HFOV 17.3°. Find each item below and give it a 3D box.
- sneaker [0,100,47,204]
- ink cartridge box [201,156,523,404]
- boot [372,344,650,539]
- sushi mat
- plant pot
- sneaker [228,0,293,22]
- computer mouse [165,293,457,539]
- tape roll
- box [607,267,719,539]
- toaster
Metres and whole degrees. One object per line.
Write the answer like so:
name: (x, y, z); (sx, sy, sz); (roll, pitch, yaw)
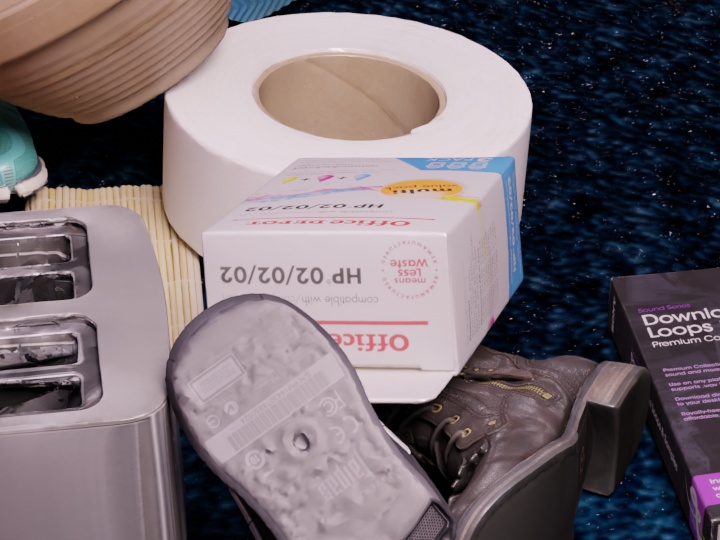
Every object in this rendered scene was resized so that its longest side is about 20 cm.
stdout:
sneaker: (-0.230, -0.098, 1.340); (0.077, 0.080, 0.200); (-14, 36, -15)
ink cartridge box: (0.000, 0.000, 1.085); (0.115, 0.068, 0.200); (0, 15, 14)
boot: (0.026, 0.075, 1.091); (0.174, 0.070, 0.200); (14, 25, 23)
sushi mat: (-0.130, 0.010, 1.234); (0.095, 0.012, 0.200); (-3, 33, -5)
plant pot: (-0.136, -0.145, 1.277); (0.200, 0.093, 0.201); (-27, 23, 13)
sneaker: (-0.030, -0.224, 1.536); (0.199, 0.077, 0.081); (-20, 35, -30)
computer mouse: (-0.027, 0.117, 0.962); (0.140, 0.046, 0.200); (-41, 78, -10)
tape roll: (-0.008, -0.066, 1.286); (0.202, 0.071, 0.203); (3, 31, -2)
box: (0.208, 0.062, 1.128); (0.142, 0.036, 0.200); (-5, 32, -7)
toaster: (-0.161, 0.070, 1.046); (0.199, 0.119, 0.181); (-4, 34, -6)
